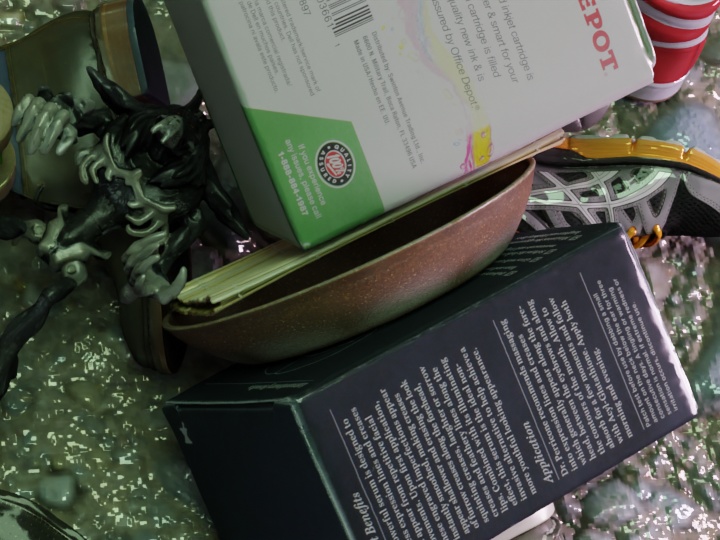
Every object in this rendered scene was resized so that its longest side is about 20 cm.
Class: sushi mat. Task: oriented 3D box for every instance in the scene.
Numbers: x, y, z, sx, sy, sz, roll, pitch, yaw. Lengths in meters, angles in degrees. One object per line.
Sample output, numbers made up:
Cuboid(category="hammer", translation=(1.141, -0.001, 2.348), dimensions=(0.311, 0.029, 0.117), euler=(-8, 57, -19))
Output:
Cuboid(category="sushi mat", translation=(0.001, -0.025, 1.267), dimensions=(0.200, 0.096, 0.012), euler=(-26, 100, -17))

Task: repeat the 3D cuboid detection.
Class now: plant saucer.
Cuboid(category="plant saucer", translation=(0.000, 0.000, 1.275), dimensions=(0.200, 0.200, 0.037), euler=(-28, 100, -26))

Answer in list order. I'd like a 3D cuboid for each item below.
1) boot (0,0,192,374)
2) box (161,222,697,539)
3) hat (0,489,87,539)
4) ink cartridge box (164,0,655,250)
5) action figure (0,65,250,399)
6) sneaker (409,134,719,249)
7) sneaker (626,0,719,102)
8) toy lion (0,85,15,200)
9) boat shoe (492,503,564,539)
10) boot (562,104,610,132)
Cuboid(category="boot", translation=(-0.144, -0.037, 1.342), dimensions=(0.097, 0.075, 0.200), euler=(-10, 76, 8))
Cuboid(category="box", translation=(0.033, 0.067, 1.258), dimensions=(0.200, 0.148, 0.107), euler=(-27, 100, -25))
Cuboid(category="hat", translation=(-0.187, 0.180, 1.194), dimensions=(0.200, 0.081, 0.201), euler=(6, 61, -11))
Cuboid(category="ink cartridge box", translation=(0.022, -0.119, 1.239), dimensions=(0.200, 0.088, 0.145), euler=(-26, 106, -13))
Cuboid(category="action figure", translation=(-0.129, -0.026, 1.242), dimensions=(0.200, 0.102, 0.119), euler=(-44, 91, -12))
Cuboid(category="sneaker", translation=(0.115, -0.033, 1.399), dimensions=(0.200, 0.078, 0.077), euler=(6, 75, -9))
Cuboid(category="sneaker", translation=(0.112, -0.183, 1.446), dimensions=(0.200, 0.113, 0.071), euler=(31, 59, 2))
Cuboid(category="toy lion", translation=(-0.291, -0.101, 1.287), dimensions=(0.192, 0.069, 0.200), euler=(-22, 69, -16))
Cuboid(category="boat shoe", translation=(0.012, 0.170, 1.261), dimensions=(0.202, 0.072, 0.060), euler=(-25, 104, -15))
Cuboid(category="boot", translation=(0.025, -0.136, 1.366), dimensions=(0.200, 0.151, 0.073), euler=(17, 99, -20))
